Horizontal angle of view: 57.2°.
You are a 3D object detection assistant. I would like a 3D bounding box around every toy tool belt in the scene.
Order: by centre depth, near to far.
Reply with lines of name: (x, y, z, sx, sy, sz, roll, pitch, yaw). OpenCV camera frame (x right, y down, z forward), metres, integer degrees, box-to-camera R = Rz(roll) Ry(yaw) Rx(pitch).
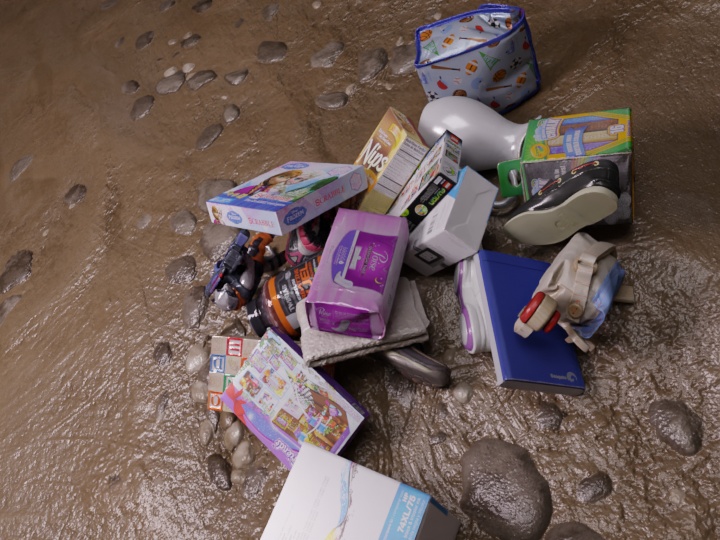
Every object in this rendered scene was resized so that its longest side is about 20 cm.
toy tool belt: (0.298, 0.042, 0.879, 0.122, 0.126, 0.200, 37, 43, 10)

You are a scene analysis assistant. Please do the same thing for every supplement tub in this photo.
supplement tub: (-0.091, 0.043, 1.105, 0.196, 0.107, 0.109, -27, 52, 9)

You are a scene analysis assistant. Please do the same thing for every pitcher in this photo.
pitcher: (0.190, -0.201, 1.118, 0.195, 0.122, 0.176, 17, 74, 21)

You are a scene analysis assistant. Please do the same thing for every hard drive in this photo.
hard drive: (0.234, 0.070, 0.927, 0.128, 0.026, 0.205, 10, 54, -20)

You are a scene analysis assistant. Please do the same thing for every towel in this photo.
towel: (0.001, 0.073, 0.996, 0.194, 0.035, 0.134, -14, 38, -2)

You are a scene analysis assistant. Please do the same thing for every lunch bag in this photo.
lunch bag: (0.211, -0.364, 1.171, 0.194, 0.171, 0.127, -11, 56, 21)

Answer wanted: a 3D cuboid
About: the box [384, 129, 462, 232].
box: (0.090, -0.123, 1.075, 0.200, 0.034, 0.112, -47, 20, 44)

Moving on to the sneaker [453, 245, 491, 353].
sneaker: (0.194, 0.037, 1.004, 0.096, 0.076, 0.205, 0, 55, -1)

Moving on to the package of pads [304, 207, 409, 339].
package of pads: (0.000, 0.000, 0.981, 0.117, 0.077, 0.203, 7, 49, 12)

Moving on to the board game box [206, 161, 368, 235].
board game box: (-0.122, -0.126, 1.093, 0.197, 0.042, 0.198, 11, 34, 43)

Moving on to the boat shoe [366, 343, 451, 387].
boat shoe: (0.059, 0.109, 1.010, 0.197, 0.075, 0.074, 24, 72, 34)

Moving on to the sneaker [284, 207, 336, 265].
sneaker: (-0.090, -0.087, 1.178, 0.074, 0.080, 0.202, -40, 16, 30)

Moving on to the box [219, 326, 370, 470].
box: (-0.099, 0.202, 0.984, 0.199, 0.039, 0.138, 40, 98, 15)

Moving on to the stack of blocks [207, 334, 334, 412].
stack of blocks: (-0.142, 0.170, 1.052, 0.194, 0.058, 0.119, 3, 87, 18)

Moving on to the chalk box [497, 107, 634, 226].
chalk box: (0.308, -0.150, 0.998, 0.194, 0.127, 0.125, 0, 41, 25)

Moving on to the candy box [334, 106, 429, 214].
candy box: (0.030, -0.164, 1.137, 0.202, 0.054, 0.117, -56, 30, 24)

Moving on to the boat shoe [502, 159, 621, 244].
boat shoe: (0.281, -0.091, 0.933, 0.200, 0.073, 0.065, -30, 36, 56)

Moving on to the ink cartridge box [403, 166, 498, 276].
ink cartridge box: (0.127, -0.068, 1.054, 0.199, 0.066, 0.118, -31, 33, 64)

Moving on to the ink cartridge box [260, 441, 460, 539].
ink cartridge box: (0.001, 0.340, 0.846, 0.195, 0.147, 0.149, 13, 67, 31)

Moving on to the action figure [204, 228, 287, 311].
action figure: (-0.185, -0.009, 1.135, 0.195, 0.104, 0.200, -56, 7, -34)
